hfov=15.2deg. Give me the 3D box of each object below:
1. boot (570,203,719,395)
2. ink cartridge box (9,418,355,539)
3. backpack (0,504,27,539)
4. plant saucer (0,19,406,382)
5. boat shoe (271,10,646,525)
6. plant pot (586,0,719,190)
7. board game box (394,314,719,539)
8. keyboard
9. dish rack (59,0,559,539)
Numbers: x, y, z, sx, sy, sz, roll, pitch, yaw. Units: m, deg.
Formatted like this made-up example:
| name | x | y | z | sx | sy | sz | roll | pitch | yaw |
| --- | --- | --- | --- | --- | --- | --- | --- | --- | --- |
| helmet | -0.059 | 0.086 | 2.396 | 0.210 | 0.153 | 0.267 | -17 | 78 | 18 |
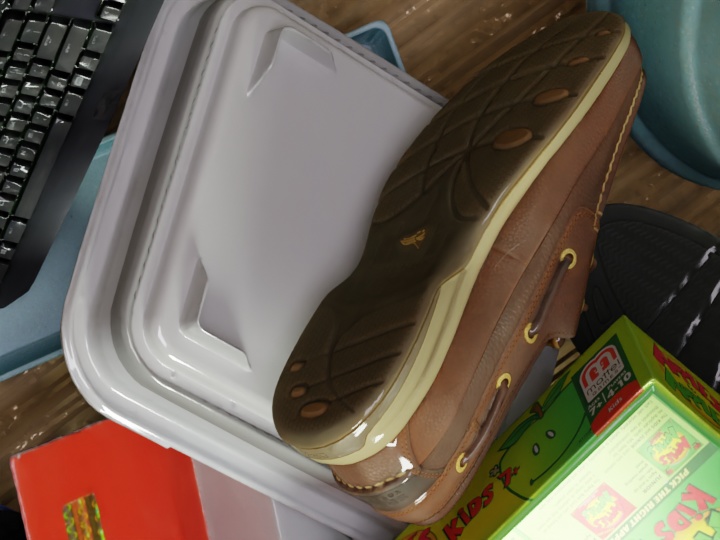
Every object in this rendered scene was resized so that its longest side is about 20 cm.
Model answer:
| name | x | y | z | sx | sy | sz | roll | pitch | yaw |
| --- | --- | --- | --- | --- | --- | --- | --- | --- | --- |
| boot | 0.173 | 0.047 | 1.013 | 0.203 | 0.154 | 0.074 | 35 | 102 | 15 |
| ink cartridge box | -0.032 | 0.133 | 0.974 | 0.173 | 0.043 | 0.201 | -22 | 104 | -49 |
| backpack | -0.200 | 0.161 | 0.912 | 0.183 | 0.200 | 0.147 | 23 | 116 | -11 |
| plant saucer | -0.070 | -0.025 | 1.009 | 0.199 | 0.019 | 0.070 | -24 | 101 | -8 |
| boat shoe | 0.044 | -0.002 | 0.924 | 0.068 | 0.072 | 0.200 | 47 | 61 | -29 |
| plant pot | 0.214 | -0.083 | 0.934 | 0.200 | 0.196 | 0.201 | -14 | 121 | -25 |
| board game box | 0.059 | 0.122 | 0.921 | 0.102 | 0.048 | 0.200 | 38 | 105 | -23 |
| keyboard | -0.140 | -0.065 | 0.908 | 0.127 | 0.021 | 0.200 | 10 | 129 | -25 |
| dish rack | 0.000 | 0.000 | 0.957 | 0.200 | 0.043 | 0.172 | 30 | 63 | -32 |
